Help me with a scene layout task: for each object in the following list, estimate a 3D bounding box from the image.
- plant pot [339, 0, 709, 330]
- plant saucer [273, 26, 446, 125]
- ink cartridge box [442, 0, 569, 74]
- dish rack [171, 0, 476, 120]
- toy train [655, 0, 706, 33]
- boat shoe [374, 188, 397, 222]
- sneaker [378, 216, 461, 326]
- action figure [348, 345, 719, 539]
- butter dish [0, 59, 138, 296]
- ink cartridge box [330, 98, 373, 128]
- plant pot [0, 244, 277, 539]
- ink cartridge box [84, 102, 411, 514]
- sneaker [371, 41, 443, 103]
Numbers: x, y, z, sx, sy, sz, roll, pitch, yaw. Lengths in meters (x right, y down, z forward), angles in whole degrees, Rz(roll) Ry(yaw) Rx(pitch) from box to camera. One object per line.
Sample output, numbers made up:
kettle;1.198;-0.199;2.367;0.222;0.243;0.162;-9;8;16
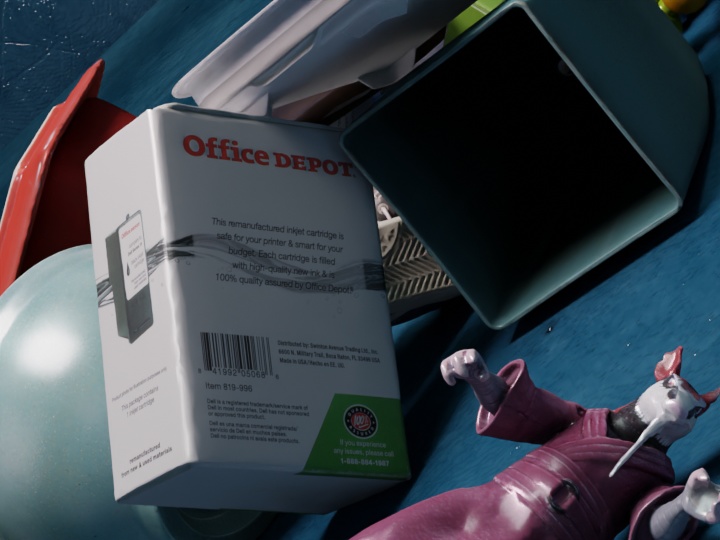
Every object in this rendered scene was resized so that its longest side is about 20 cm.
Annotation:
plant pot;0.112;-0.096;1.489;0.141;0.141;0.200;-35;9;32
plant saucer;-0.009;-0.132;1.768;0.200;0.030;0.200;-35;-3;-2
ink cartridge box;0.120;-0.163;1.800;0.148;0.076;0.200;-52;-15;-27
dish rack;0.006;-0.138;1.461;0.171;0.044;0.200;-35;-8;38
toy train;0.200;-0.174;1.584;0.116;0.085;0.200;-49;11;28
boat shoe;0.000;0.000;1.652;0.200;0.067;0.057;-45;-3;30
sneaker;-0.021;0.010;1.556;0.199;0.075;0.084;-5;-17;-29
action figure;0.083;0.113;1.120;0.200;0.134;0.149;-36;-32;-17
butter dish;-0.152;-0.007;1.672;0.200;0.147;0.201;-79;6;-68
ink cartridge box;-0.027;-0.132;1.925;0.200;0.040;0.200;-55;-26;-37
plant pot;-0.120;0.094;1.534;0.134;0.201;0.200;13;54;41
ink cartridge box;-0.062;0.023;1.419;0.083;0.146;0.201;-29;61;49
sneaker;0.080;-0.188;1.947;0.200;0.078;0.066;-48;6;-19
